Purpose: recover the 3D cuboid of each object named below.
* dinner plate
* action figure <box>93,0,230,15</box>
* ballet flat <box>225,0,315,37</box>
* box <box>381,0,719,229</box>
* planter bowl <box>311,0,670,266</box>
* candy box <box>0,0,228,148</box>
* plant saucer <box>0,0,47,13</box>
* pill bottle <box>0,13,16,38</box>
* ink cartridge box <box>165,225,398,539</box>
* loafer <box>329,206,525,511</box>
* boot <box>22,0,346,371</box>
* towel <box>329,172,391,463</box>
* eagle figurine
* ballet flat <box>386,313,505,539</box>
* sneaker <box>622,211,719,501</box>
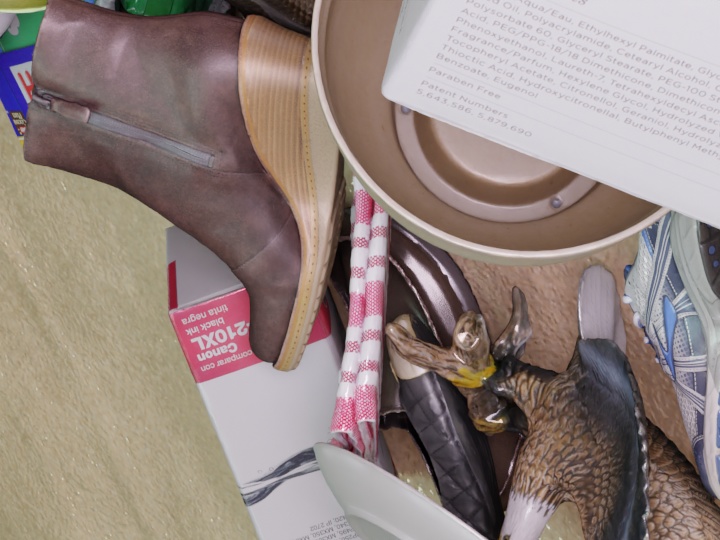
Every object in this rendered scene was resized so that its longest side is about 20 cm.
[{"bbox_3d":[0.051,0.155,1.465,0.200,0.024,0.200,36,168,9],"label":"dinner plate"},{"bbox_3d":[-0.107,-0.154,1.543,0.055,0.118,0.201,-99,20,-55],"label":"action figure"},{"bbox_3d":[-0.047,-0.151,1.492,0.067,0.200,0.047,13,85,31],"label":"ballet flat"},{"bbox_3d":[0.135,-0.144,1.171,0.199,0.200,0.131,21,143,-8],"label":"box"},{"bbox_3d":[0.076,-0.090,1.375,0.200,0.200,0.135,49,172,8],"label":"planter bowl"},{"bbox_3d":[-0.165,-0.171,1.664,0.169,0.077,0.201,-1,118,51],"label":"candy box"},{"bbox_3d":[-0.179,-0.233,1.476,0.199,0.031,0.201,5,105,19],"label":"plant saucer"},{"bbox_3d":[-0.254,-0.155,1.616,0.116,0.116,0.200,53,147,2],"label":"pill bottle"},{"bbox_3d":[-0.041,0.074,1.656,0.145,0.084,0.201,-102,-8,-70],"label":"ink cartridge box"},{"bbox_3d":[0.036,0.055,1.619,0.200,0.071,0.073,56,145,-2],"label":"loafer"},{"bbox_3d":[-0.092,-0.047,1.504,0.166,0.072,0.201,10,120,4],"label":"boot"},{"bbox_3d":[0.000,0.000,1.506,0.146,0.030,0.201,91,-178,-77],"label":"towel"},{"bbox_3d":[0.119,0.103,1.460,0.200,0.151,0.151,36,126,38],"label":"eagle figurine"},{"bbox_3d":[0.046,0.119,1.568,0.057,0.066,0.201,-14,105,13],"label":"ballet flat"},{"bbox_3d":[0.176,0.023,1.441,0.085,0.077,0.201,25,130,51],"label":"sneaker"}]
